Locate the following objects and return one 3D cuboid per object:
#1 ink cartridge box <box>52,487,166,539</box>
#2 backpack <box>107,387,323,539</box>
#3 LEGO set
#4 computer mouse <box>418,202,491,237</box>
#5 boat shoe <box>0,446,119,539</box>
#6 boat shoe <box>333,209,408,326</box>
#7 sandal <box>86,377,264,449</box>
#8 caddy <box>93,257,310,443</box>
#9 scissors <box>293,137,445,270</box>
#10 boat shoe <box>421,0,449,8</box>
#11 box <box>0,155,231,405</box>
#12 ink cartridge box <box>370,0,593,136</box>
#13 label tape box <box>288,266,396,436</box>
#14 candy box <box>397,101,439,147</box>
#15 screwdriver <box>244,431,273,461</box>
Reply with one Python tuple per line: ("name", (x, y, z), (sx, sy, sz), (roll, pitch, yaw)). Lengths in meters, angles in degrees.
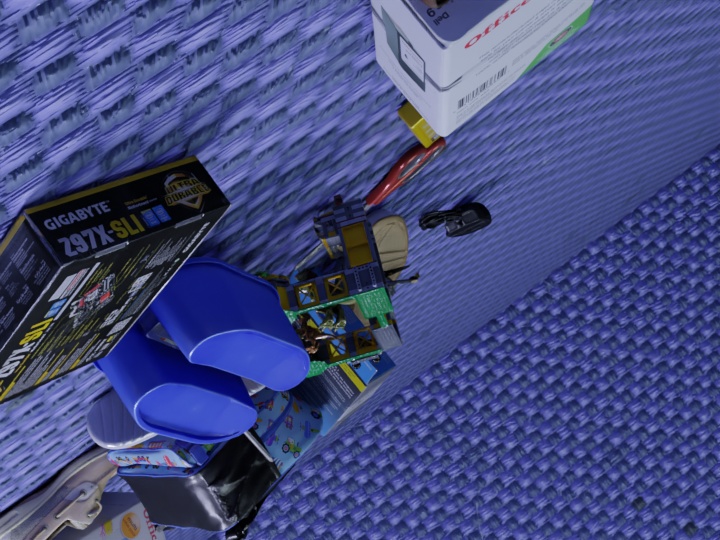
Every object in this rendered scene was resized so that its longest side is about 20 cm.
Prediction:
("ink cartridge box", (-0.319, 0.347, 1.680), (0.125, 0.129, 0.200), (-6, -165, 40))
("backpack", (-0.148, 0.183, 1.562), (0.182, 0.135, 0.200), (-6, -149, 50))
("LEGO set", (-0.034, 0.011, 1.394), (0.154, 0.116, 0.200), (-20, 153, 12))
("computer mouse", (0.118, -0.070, 1.827), (0.059, 0.034, 0.200), (-25, 171, 20))
("boat shoe", (-0.318, 0.257, 1.576), (0.200, 0.065, 0.072), (-35, 170, -20))
("boat shoe", (0.000, 0.000, 1.594), (0.071, 0.069, 0.200), (-10, 138, -26))
("sandal", (-0.188, 0.127, 1.445), (0.206, 0.079, 0.059), (-23, 159, -30))
("caddy", (-0.137, 0.062, 1.204), (0.141, 0.105, 0.200), (-41, 150, 12))
("scissors", (0.011, -0.067, 1.462), (0.200, 0.014, 0.073), (-45, 171, 25))
("boat shoe", (0.082, -0.228, 0.794), (0.075, 0.075, 0.202), (-29, 166, -46))
("box", (-0.196, 0.015, 0.963), (0.160, 0.049, 0.200), (-24, 162, -50))
("ink cartridge box", (0.087, -0.189, 0.968), (0.146, 0.084, 0.200), (-38, 170, -5))
("label tape box", (-0.034, 0.079, 1.574), (0.063, 0.144, 0.200), (-33, 169, -31))
("candy box", (0.122, -0.189, 1.278), (0.200, 0.026, 0.102), (-40, 167, 5))
("screwdriver", (-0.137, 0.129, 1.413), (0.028, 0.200, 0.029), (7, -120, 44))
